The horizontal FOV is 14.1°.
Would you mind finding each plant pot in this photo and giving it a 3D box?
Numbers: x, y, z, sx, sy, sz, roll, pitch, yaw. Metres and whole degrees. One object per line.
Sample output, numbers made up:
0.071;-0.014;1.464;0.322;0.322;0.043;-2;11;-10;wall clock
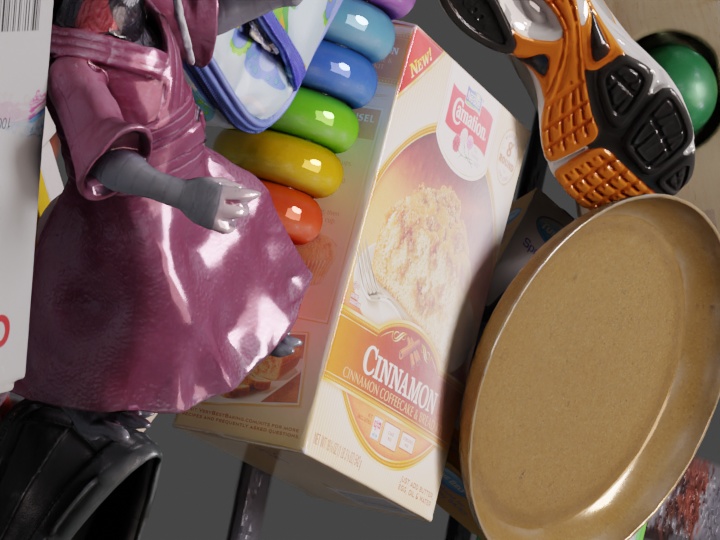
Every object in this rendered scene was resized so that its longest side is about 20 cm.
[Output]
0.114;0.054;1.454;0.199;0.027;0.201;-24;125;-40;plant pot

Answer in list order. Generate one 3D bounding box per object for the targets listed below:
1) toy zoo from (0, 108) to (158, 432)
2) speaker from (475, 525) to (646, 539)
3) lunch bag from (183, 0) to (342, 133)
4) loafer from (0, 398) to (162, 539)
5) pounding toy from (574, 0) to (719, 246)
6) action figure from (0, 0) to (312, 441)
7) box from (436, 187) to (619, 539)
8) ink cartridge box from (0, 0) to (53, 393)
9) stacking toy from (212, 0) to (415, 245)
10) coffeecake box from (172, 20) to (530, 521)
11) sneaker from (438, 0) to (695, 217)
-0.124;-0.001;1.177;0.131;0.020;0.201;-54;143;-42;toy zoo
0.110;0.136;1.593;0.089;0.088;0.201;69;31;-46;speaker
-0.073;-0.159;1.140;0.200;0.082;0.161;57;49;-44;lunch bag
-0.132;0.148;1.138;0.068;0.070;0.202;14;96;-55;loafer
0.141;-0.106;1.541;0.200;0.141;0.186;-18;99;-76;pounding toy
-0.085;-0.049;1.080;0.134;0.148;0.201;-56;140;-53;action figure
0.098;0.051;1.547;0.119;0.041;0.201;40;56;-14;box
-0.177;-0.056;0.983;0.146;0.082;0.202;-11;108;-62;ink cartridge box
-0.031;-0.063;1.272;0.085;0.085;0.201;26;76;-63;stacking toy
0.000;0.000;1.367;0.153;0.073;0.201;34;68;-61;coffeecake box
0.101;-0.116;1.428;0.200;0.075;0.092;54;17;-32;sneaker
